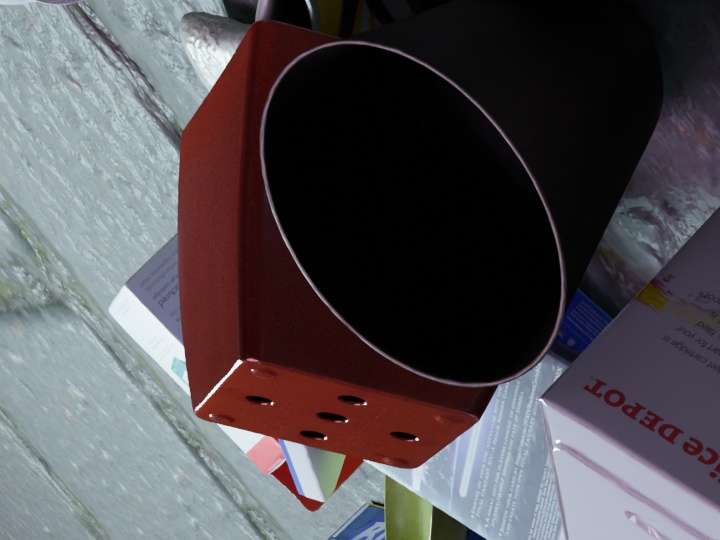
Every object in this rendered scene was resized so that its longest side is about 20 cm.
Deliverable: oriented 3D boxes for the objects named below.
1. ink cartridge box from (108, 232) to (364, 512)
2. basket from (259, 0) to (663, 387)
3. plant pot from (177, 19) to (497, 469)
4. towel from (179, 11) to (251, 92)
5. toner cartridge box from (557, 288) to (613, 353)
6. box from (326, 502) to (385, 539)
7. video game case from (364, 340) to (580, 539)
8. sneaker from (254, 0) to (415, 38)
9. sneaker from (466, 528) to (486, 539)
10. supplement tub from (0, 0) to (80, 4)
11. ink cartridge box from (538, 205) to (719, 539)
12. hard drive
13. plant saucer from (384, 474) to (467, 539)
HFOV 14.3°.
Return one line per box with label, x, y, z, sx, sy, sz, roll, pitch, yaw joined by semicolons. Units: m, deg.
ink cartridge box;-0.060;0.052;1.949;0.200;0.116;0.067;45;157;0
basket;0.065;-0.061;1.403;0.136;0.200;0.181;-33;94;34
plant pot;0.000;0.000;1.580;0.199;0.177;0.200;14;161;-12
towel;-0.025;-0.077;1.782;0.132;0.034;0.201;14;142;49
toner cartridge box;0.154;0.082;1.726;0.200;0.043;0.095;42;158;8
box;0.052;0.229;2.112;0.200;0.070;0.065;8;134;55
video game case;0.072;0.088;1.719;0.199;0.019;0.144;31;125;32
sneaker;-0.012;-0.126;1.603;0.075;0.090;0.201;20;146;46
sneaker;0.097;0.174;1.883;0.076;0.104;0.200;68;154;15
supplement tub;-0.233;-0.242;1.719;0.199;0.145;0.146;23;149;42
ink cartridge box;0.209;0.072;1.411;0.146;0.200;0.146;32;154;30
hard drive;-0.019;0.057;1.788;0.025;0.133;0.200;16;164;9
plant saucer;0.045;0.133;1.875;0.031;0.201;0.200;3;157;-8
